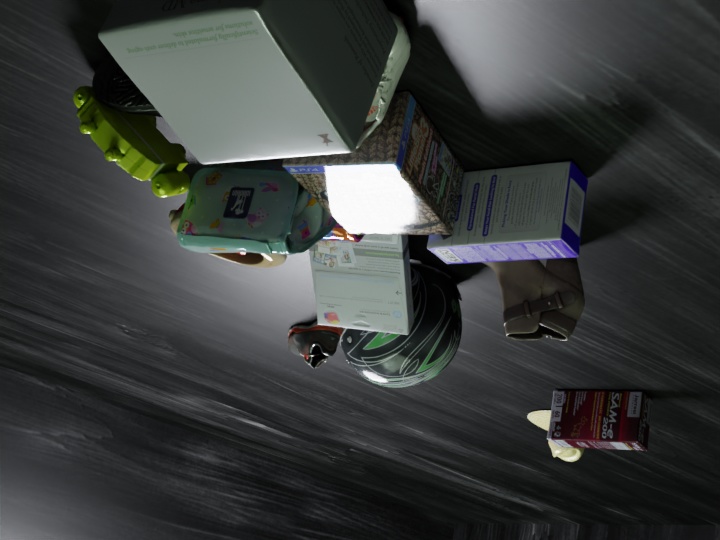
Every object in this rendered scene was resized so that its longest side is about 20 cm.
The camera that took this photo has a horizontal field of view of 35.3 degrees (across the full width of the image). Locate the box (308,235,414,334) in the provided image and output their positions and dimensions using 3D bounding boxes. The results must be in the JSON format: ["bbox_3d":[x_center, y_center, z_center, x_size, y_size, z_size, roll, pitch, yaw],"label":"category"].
[{"bbox_3d":[0.000,0.000,1.739,0.154,0.041,0.202,5,123,18],"label":"box"}]

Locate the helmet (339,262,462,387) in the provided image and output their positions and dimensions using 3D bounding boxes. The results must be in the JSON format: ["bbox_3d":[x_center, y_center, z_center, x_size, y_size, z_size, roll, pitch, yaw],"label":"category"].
[{"bbox_3d":[0.069,0.099,1.882,0.198,0.193,0.200,10,159,4],"label":"helmet"}]

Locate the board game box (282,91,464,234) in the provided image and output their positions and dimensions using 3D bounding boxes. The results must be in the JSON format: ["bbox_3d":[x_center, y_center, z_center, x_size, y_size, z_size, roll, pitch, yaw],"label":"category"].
[{"bbox_3d":[0.021,-0.131,1.447,0.158,0.098,0.200,1,157,28],"label":"board game box"}]

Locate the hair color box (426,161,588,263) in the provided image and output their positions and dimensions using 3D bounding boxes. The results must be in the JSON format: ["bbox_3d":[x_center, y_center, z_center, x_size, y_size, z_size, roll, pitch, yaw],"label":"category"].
[{"bbox_3d":[0.192,-0.073,1.483,0.198,0.111,0.065,-2,157,34],"label":"hair color box"}]

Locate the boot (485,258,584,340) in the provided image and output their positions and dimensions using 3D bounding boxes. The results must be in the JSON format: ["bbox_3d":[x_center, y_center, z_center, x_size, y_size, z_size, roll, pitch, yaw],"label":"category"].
[{"bbox_3d":[0.233,0.028,1.670,0.198,0.148,0.070,4,160,22],"label":"boot"}]

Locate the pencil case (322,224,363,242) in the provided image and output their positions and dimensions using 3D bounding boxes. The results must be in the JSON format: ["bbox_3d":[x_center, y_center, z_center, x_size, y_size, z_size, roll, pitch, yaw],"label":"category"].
[{"bbox_3d":[-0.087,-0.086,1.651,0.198,0.089,0.088,4,158,18],"label":"pencil case"}]

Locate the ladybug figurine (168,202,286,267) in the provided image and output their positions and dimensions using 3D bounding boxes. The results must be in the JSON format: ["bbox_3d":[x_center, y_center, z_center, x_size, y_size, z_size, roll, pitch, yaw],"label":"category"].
[{"bbox_3d":[-0.205,-0.065,1.785,0.198,0.073,0.135,21,158,-23],"label":"ladybug figurine"}]

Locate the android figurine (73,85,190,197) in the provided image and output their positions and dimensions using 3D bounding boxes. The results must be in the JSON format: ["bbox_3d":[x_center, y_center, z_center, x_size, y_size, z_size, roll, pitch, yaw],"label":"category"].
[{"bbox_3d":[-0.293,-0.168,1.447,0.182,0.041,0.200,47,-166,2],"label":"android figurine"}]

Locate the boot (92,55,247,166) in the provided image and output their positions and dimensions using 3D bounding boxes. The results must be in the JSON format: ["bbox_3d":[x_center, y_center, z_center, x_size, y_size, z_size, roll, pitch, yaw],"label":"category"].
[{"bbox_3d":[-0.220,-0.200,1.432,0.209,0.080,0.158,7,159,12],"label":"boot"}]

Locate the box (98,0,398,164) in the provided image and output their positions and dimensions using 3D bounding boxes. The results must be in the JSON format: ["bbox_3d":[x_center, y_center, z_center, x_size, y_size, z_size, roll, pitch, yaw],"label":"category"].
[{"bbox_3d":[-0.104,-0.232,1.111,0.197,0.173,0.200,0,146,31],"label":"box"}]

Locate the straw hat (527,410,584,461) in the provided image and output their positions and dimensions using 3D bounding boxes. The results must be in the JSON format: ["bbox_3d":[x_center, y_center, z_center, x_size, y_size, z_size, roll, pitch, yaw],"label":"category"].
[{"bbox_3d":[0.466,0.383,2.549,0.199,0.086,0.201,10,159,4],"label":"straw hat"}]

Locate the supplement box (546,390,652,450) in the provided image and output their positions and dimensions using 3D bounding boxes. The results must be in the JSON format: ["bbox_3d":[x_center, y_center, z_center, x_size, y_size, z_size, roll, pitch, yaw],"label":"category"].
[{"bbox_3d":[0.486,0.303,2.298,0.198,0.110,0.061,-4,154,36],"label":"supplement box"}]

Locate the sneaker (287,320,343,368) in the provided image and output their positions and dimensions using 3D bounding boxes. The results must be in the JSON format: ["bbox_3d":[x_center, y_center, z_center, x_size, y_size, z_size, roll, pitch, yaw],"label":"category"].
[{"bbox_3d":[-0.103,0.158,2.295,0.076,0.083,0.200,19,158,-19],"label":"sneaker"}]

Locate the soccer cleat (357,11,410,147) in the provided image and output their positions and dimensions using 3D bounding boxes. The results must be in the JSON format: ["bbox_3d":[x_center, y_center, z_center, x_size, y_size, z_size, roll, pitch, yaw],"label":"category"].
[{"bbox_3d":[0.013,-0.211,1.261,0.068,0.078,0.200,13,154,-2],"label":"soccer cleat"}]

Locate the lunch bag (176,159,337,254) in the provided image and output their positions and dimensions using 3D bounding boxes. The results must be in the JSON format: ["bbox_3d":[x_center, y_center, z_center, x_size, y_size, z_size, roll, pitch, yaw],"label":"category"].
[{"bbox_3d":[-0.133,-0.084,1.506,0.168,0.200,0.123,5,119,20],"label":"lunch bag"}]
